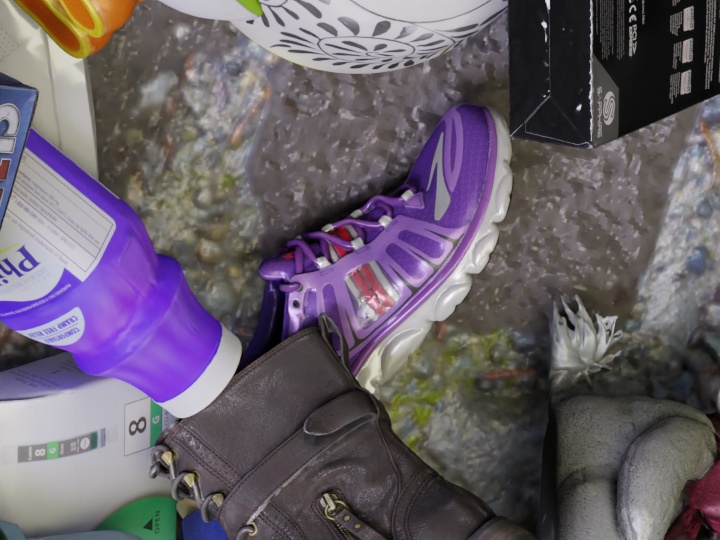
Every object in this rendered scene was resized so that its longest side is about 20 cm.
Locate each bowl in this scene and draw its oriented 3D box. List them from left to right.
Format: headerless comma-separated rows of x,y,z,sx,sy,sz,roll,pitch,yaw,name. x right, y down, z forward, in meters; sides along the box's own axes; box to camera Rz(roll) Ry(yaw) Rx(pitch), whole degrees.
0.021,-0.177,1.291,0.201,0.094,0.201,-6,108,-18,bowl

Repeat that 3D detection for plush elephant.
0.168,0.114,1.393,0.155,0.165,0.200,3,71,-3,plush elephant

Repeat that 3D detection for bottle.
-0.139,-0.009,1.258,0.200,0.084,0.065,41,54,-26,bottle

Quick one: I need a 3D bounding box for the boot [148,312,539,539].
-0.034,0.132,1.272,0.200,0.174,0.069,-43,152,-16,boot

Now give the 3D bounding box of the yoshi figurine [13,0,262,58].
-0.066,-0.186,1.187,0.200,0.112,0.112,-40,145,-18,yoshi figurine

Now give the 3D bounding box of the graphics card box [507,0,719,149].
0.141,-0.139,1.319,0.200,0.051,0.126,-26,120,-50,graphics card box

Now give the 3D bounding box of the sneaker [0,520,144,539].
-0.170,0.114,1.220,0.200,0.074,0.118,-9,117,-30,sneaker

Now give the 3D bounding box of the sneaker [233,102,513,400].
0.000,0.000,1.350,0.083,0.081,0.200,35,92,-19,sneaker

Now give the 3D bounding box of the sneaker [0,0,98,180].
-0.184,-0.123,1.253,0.115,0.074,0.200,-14,112,-4,sneaker

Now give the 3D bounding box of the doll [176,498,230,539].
-0.027,0.187,1.301,0.136,0.200,0.048,-2,148,-18,doll

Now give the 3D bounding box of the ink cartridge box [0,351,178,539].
-0.165,0.130,1.295,0.200,0.050,0.161,-18,117,-50,ink cartridge box

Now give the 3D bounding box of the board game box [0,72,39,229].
-0.229,-0.044,1.187,0.035,0.200,0.136,4,108,-52,board game box
